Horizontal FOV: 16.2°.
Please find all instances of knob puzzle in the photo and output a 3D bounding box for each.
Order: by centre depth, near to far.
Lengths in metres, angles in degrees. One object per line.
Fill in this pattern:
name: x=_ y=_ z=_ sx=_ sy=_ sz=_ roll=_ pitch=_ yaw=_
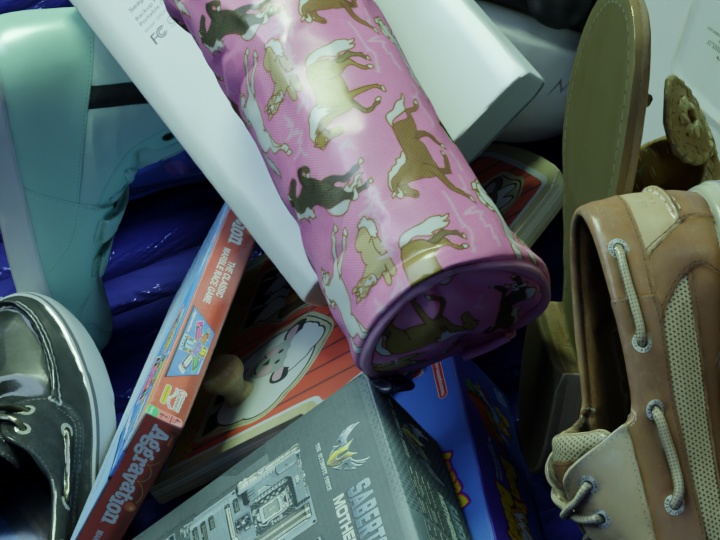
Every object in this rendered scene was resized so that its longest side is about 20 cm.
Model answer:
knob puzzle: x=0.000 y=0.000 z=1.084 sx=0.219 sy=0.030 sz=0.220 roll=-33 pitch=20 yaw=14

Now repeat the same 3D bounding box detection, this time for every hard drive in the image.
hard drive: x=-0.030 y=-0.101 z=1.063 sx=0.132 sy=0.027 sz=0.200 roll=-45 pitch=63 yaw=13

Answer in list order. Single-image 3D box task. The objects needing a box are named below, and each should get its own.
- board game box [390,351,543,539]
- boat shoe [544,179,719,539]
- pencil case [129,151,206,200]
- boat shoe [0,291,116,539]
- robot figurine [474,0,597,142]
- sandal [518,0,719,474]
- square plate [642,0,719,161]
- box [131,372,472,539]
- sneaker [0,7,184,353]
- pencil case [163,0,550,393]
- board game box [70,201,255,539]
board game box: x=0.006 y=0.134 z=0.966 sx=0.134 sy=0.045 sz=0.200 roll=-33 pitch=36 yaw=17
boat shoe: x=0.096 y=0.069 z=0.853 sx=0.076 sy=0.072 sz=0.201 roll=153 pitch=119 yaw=-73
pencil case: x=-0.101 y=-0.074 z=1.272 sx=0.200 sy=0.078 sz=0.087 roll=-10 pitch=65 yaw=40
boat shoe: x=-0.151 y=0.093 z=1.104 sx=0.070 sy=0.066 sz=0.200 roll=-16 pitch=61 yaw=21
robot figurine: x=0.072 y=-0.156 z=1.097 sx=0.125 sy=0.150 sz=0.200 roll=20 pitch=96 yaw=22
sandal: x=0.109 y=-0.013 z=0.934 sx=0.069 sy=0.212 sz=0.078 roll=1 pitch=37 yaw=-10
square plate: x=0.148 y=-0.087 z=0.970 sx=0.200 sy=0.028 sz=0.198 roll=-129 pitch=48 yaw=-55
box: x=-0.027 y=0.148 z=0.899 sx=0.158 sy=0.051 sz=0.200 roll=-37 pitch=34 yaw=12
sneaker: x=-0.109 y=-0.038 z=1.185 sx=0.118 sy=0.201 sz=0.074 roll=-11 pitch=43 yaw=-2
pencil case: x=-0.005 y=-0.053 z=0.972 sx=0.200 sy=0.083 sz=0.087 roll=61 pitch=142 yaw=25
board game box: x=-0.080 y=0.039 z=1.099 sx=0.103 sy=0.019 sz=0.200 roll=-61 pitch=6 yaw=35
